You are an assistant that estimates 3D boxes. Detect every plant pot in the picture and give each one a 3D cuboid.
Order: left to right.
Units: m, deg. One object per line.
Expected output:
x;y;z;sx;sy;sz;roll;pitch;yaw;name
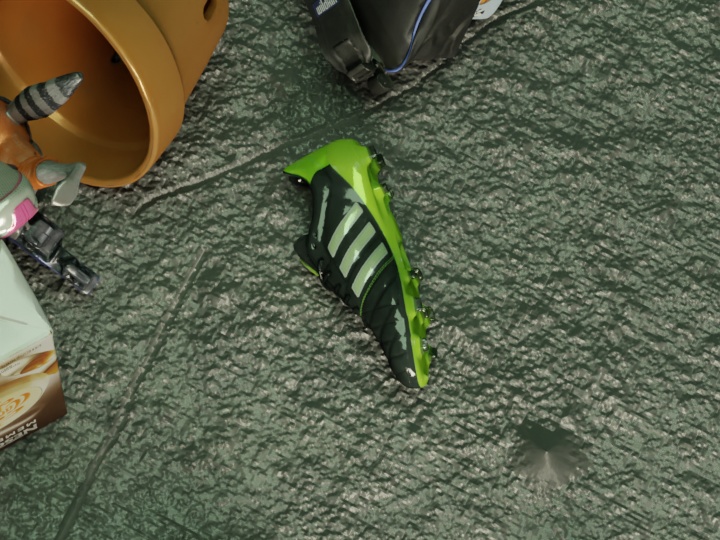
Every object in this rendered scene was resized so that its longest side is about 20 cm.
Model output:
-0.190;-0.182;1.728;0.200;0.200;0.140;35;57;9;plant pot

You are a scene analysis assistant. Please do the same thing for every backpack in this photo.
0.033;-0.270;1.770;0.154;0.200;0.191;-20;62;-42;backpack

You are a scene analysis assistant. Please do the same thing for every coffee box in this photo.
-0.271;0.067;1.622;0.114;0.200;0.080;-29;76;-12;coffee box

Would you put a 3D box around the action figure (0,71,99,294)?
-0.241;-0.078;1.691;0.200;0.193;0.105;40;74;-16;action figure

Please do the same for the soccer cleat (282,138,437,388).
0.000;0.000;1.740;0.081;0.068;0.200;-20;71;9;soccer cleat

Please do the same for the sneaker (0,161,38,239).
-0.305;-0.078;1.590;0.200;0.088;0.081;21;48;25;sneaker
